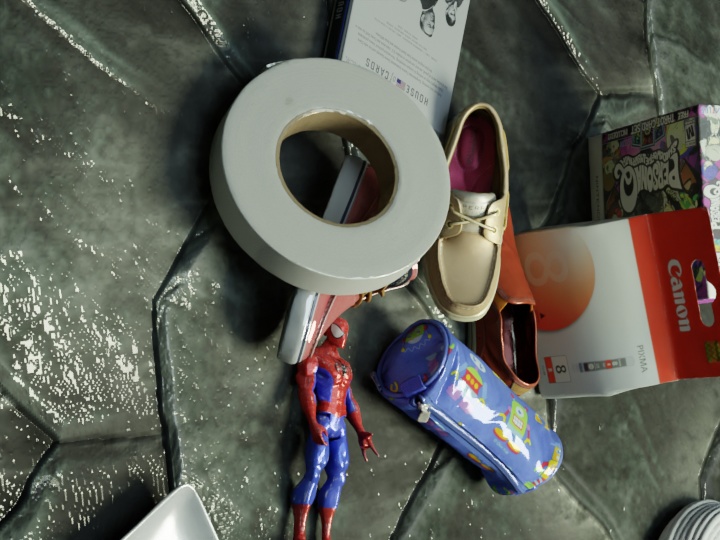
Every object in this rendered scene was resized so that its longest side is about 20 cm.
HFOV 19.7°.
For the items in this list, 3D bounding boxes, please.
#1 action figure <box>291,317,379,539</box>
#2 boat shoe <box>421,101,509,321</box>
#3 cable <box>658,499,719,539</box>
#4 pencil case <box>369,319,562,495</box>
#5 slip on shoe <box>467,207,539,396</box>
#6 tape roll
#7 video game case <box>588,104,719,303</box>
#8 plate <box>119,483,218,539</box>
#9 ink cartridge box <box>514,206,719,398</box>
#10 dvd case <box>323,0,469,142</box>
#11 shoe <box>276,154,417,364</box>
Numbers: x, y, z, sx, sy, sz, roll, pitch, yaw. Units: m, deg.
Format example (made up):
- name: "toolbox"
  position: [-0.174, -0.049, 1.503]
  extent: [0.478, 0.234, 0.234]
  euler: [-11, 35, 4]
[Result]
- name: "action figure"
  position: [-0.025, 0.137, 1.722]
  extent: [0.065, 0.052, 0.200]
  euler: [13, 73, -43]
- name: "boat shoe"
  position: [0.095, -0.056, 1.844]
  extent: [0.074, 0.069, 0.200]
  euler: [4, 71, -6]
- name: "cable"
  position: [0.364, 0.332, 2.106]
  extent: [0.200, 0.069, 0.200]
  euler: [31, 63, -41]
- name: "pencil case"
  position: [0.097, 0.126, 1.832]
  extent: [0.200, 0.078, 0.087]
  euler: [43, 39, -36]
- name: "slip on shoe"
  position: [0.131, 0.021, 1.897]
  extent: [0.074, 0.061, 0.200]
  euler: [1, 83, -46]
- name: "tape roll"
  position: [-0.025, -0.078, 1.689]
  extent: [0.203, 0.037, 0.203]
  euler: [9, 63, -19]
- name: "video game case"
  position: [0.284, -0.054, 1.977]
  extent: [0.036, 0.200, 0.181]
  euler: [0, 85, -25]
- name: "plate"
  position: [-0.159, 0.293, 1.563]
  extent: [0.200, 0.032, 0.200]
  euler: [-39, 113, -43]
- name: "ink cartridge box"
  position: [0.239, 0.033, 1.910]
  extent: [0.050, 0.200, 0.162]
  euler: [-16, 96, -45]
- name: "dvd case"
  position: [0.038, -0.232, 1.854]
  extent: [0.150, 0.025, 0.200]
  euler: [29, 65, -42]
- name: "shoe"
  position: [0.000, 0.000, 1.722]
  extent: [0.091, 0.071, 0.200]
  euler: [21, 59, -2]
